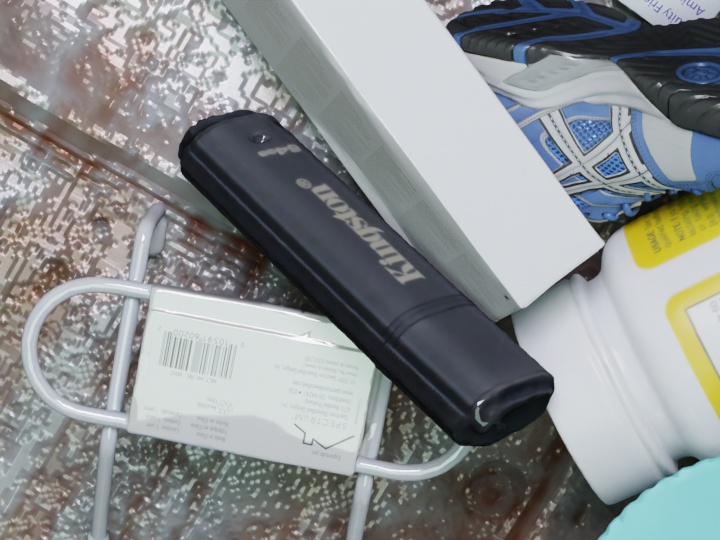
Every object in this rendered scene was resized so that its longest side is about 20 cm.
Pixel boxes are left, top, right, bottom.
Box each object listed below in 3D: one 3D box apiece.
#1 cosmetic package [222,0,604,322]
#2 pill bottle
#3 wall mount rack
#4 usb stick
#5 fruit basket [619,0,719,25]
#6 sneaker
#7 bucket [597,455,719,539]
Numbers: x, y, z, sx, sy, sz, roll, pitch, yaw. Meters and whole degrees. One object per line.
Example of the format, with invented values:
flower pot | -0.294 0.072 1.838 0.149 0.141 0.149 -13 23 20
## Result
cosmetic package | 0.014 -0.072 1.057 0.051 0.083 0.200 -37 91 -13
pill bottle | 0.172 0.013 1.074 0.200 0.114 0.114 -27 102 10
wall mount rack | -0.050 0.068 1.127 0.200 0.075 0.174 11 102 0
usb stick | 0.000 0.000 1.063 0.200 0.055 0.033 44 137 29
fruit basket | 0.118 -0.215 1.030 0.185 0.094 0.200 35 107 -6
sneaker | 0.124 -0.059 1.053 0.200 0.076 0.077 18 124 40
bucket | 0.175 0.177 1.048 0.207 0.135 0.207 -4 63 8
